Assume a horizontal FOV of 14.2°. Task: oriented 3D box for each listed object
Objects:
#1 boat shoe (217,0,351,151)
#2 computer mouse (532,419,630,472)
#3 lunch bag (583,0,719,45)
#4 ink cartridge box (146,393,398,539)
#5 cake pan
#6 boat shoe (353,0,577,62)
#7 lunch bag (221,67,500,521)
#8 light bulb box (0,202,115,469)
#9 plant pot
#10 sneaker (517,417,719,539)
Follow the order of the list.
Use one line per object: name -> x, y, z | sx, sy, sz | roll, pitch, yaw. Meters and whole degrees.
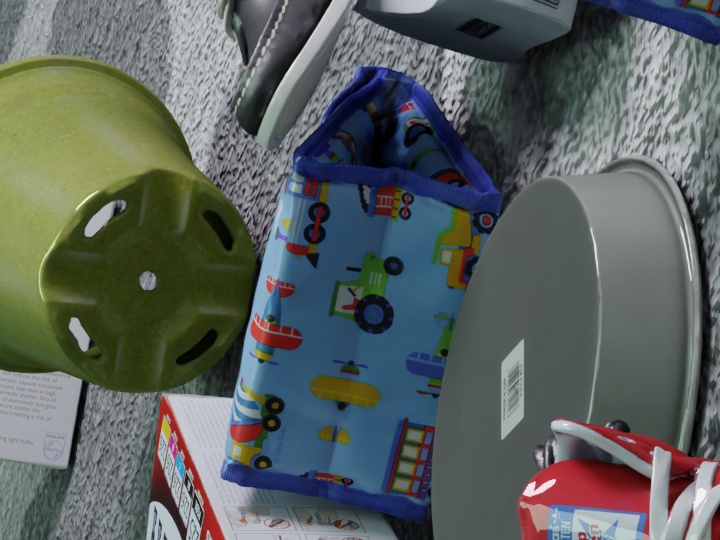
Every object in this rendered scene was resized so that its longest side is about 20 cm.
boat shoe -> -0.032, -0.123, 1.259 | 0.074, 0.060, 0.200 | -59, 6, 38
computer mouse -> 0.059, 0.133, 0.994 | 0.200, 0.046, 0.141 | 85, -164, -63
lunch bag -> 0.115, -0.203, 1.085 | 0.200, 0.094, 0.151 | -83, 10, -59
ink cartridge box -> -0.045, 0.174, 1.318 | 0.200, 0.083, 0.176 | -124, 39, -68
cake pan -> 0.074, 0.051, 1.112 | 0.200, 0.037, 0.201 | -169, 90, -74
boat shoe -> 0.050, -0.135, 1.247 | 0.199, 0.073, 0.068 | 168, 120, -80
lunch bag -> 0.000, 0.000, 1.318 | 0.200, 0.094, 0.151 | -91, 14, -72
light bulb box -> -0.272, 0.029, 2.142 | 0.198, 0.124, 0.201 | -168, 88, -74
plant pot -> -0.155, -0.014, 1.704 | 0.184, 0.200, 0.201 | 28, 107, 61
sneaker -> 0.114, 0.078, 0.821 | 0.200, 0.112, 0.072 | 151, 127, -69
